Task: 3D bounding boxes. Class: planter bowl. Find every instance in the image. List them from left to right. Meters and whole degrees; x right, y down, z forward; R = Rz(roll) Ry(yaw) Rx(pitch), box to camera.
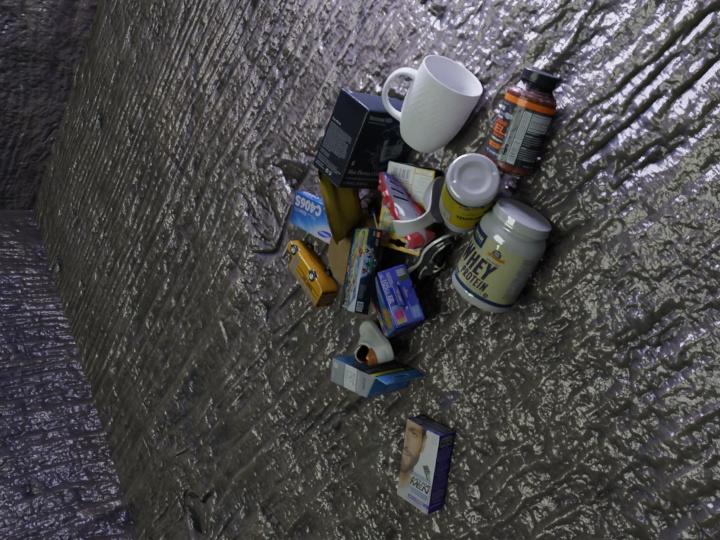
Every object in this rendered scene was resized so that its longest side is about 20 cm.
[{"bbox_3d":[-0.043,-0.173,1.741,0.082,0.200,0.204,-13,81,4],"label":"planter bowl"}]

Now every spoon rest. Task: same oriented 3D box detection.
[{"bbox_3d":[0.152,-0.135,1.544,0.060,0.200,0.101,6,125,40],"label":"spoon rest"}]

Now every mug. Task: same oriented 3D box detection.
[{"bbox_3d":[0.143,-0.369,1.543,0.176,0.198,0.149,-59,8,38],"label":"mug"}]

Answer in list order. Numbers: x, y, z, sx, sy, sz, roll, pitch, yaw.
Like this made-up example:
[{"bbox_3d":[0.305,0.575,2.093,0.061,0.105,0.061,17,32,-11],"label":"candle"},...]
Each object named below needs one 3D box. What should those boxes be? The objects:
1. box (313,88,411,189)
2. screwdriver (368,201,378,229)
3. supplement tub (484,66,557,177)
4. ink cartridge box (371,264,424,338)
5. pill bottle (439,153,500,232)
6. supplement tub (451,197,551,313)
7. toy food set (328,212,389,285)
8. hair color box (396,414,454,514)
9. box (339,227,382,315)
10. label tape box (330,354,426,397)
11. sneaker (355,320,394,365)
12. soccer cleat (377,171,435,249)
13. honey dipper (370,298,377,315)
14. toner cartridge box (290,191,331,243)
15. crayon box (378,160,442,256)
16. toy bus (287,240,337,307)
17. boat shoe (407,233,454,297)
[{"bbox_3d":[0.019,-0.309,1.672,0.117,0.195,0.202,44,122,35],"label":"box"},{"bbox_3d":[0.033,-0.136,1.710,0.028,0.200,0.029,-27,105,7],"label":"screwdriver"},{"bbox_3d":[0.327,-0.299,1.402,0.107,0.106,0.203,35,117,40],"label":"supplement tub"},{"bbox_3d":[0.085,0.072,1.641,0.200,0.075,0.139,119,133,-73],"label":"ink cartridge box"},{"bbox_3d":[0.223,-0.153,1.465,0.200,0.110,0.113,90,162,-73],"label":"pill bottle"},{"bbox_3d":[0.290,-0.031,1.432,0.145,0.143,0.202,46,124,35],"label":"supplement tub"},{"bbox_3d":[-0.006,-0.054,1.806,0.199,0.048,0.201,23,98,43],"label":"toy food set"},{"bbox_3d":[0.155,0.464,1.676,0.108,0.064,0.204,19,105,46],"label":"hair color box"},{"bbox_3d":[0.000,0.000,1.688,0.136,0.037,0.204,-174,95,-74],"label":"box"},{"bbox_3d":[0.043,0.265,1.725,0.198,0.142,0.067,19,107,45],"label":"label tape box"},{"bbox_3d":[0.015,0.181,1.748,0.200,0.083,0.074,-141,33,-70],"label":"sneaker"},{"bbox_3d":[0.102,-0.144,1.613,0.067,0.075,0.202,94,153,-72],"label":"soccer cleat"},{"bbox_3d":[0.010,0.026,1.828,0.038,0.038,0.202,-52,53,36],"label":"honey dipper"},{"bbox_3d":[-0.116,-0.148,1.945,0.199,0.043,0.097,29,114,43],"label":"toner cartridge box"},{"bbox_3d":[0.114,-0.150,1.662,0.124,0.051,0.204,17,105,27],"label":"crayon box"},{"bbox_3d":[-0.142,0.004,1.968,0.201,0.064,0.079,53,129,31],"label":"toy bus"},{"bbox_3d":[0.164,-0.009,1.625,0.200,0.073,0.061,-49,59,41],"label":"boat shoe"}]
